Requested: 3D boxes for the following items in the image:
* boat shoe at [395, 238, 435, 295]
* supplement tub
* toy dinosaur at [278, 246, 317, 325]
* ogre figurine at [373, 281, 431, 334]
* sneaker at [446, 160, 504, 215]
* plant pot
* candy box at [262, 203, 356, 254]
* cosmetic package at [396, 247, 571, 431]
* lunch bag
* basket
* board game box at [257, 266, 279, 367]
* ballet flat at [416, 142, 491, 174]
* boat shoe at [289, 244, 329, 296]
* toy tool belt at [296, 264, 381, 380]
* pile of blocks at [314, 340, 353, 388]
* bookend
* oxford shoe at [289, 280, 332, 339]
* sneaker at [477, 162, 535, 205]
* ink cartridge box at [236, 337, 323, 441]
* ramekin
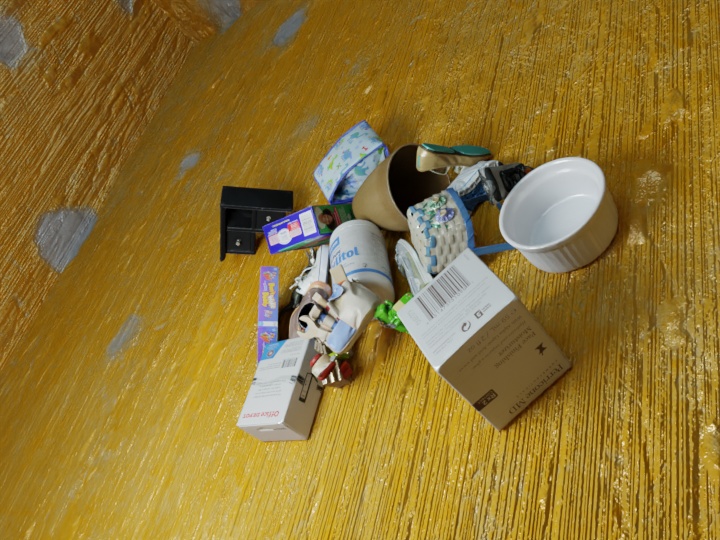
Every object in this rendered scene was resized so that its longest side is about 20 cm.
[{"bbox_3d":[0.110,0.007,1.427,0.065,0.074,0.203,-36,42,7],"label":"boat shoe"},{"bbox_3d":[0.000,0.000,1.500,0.131,0.132,0.201,-33,37,19],"label":"supplement tub"},{"bbox_3d":[-0.129,0.048,1.659,0.202,0.076,0.102,-64,14,4],"label":"toy dinosaur"},{"bbox_3d":[0.137,0.079,1.283,0.199,0.120,0.099,-35,40,19],"label":"ogre figurine"},{"bbox_3d":[0.217,-0.166,1.491,0.199,0.075,0.087,-37,26,-5],"label":"sneaker"},{"bbox_3d":[0.075,-0.165,1.565,0.199,0.186,0.188,-17,43,54],"label":"plant pot"},{"bbox_3d":[-0.103,-0.103,1.661,0.168,0.199,0.078,-18,88,37],"label":"candy box"},{"bbox_3d":[0.197,0.110,1.115,0.165,0.200,0.165,-43,34,6],"label":"cosmetic package"},{"bbox_3d":[-0.019,-0.262,1.785,0.199,0.128,0.170,-34,36,2],"label":"lunch bag"},{"bbox_3d":[0.203,-0.081,1.370,0.197,0.140,0.177,-11,36,-9],"label":"basket"},{"bbox_3d":[-0.217,0.108,1.630,0.044,0.136,0.201,2,42,-7],"label":"board game box"},{"bbox_3d":[0.200,-0.242,1.518,0.069,0.198,0.064,45,129,48],"label":"ballet flat"},{"bbox_3d":[-0.119,0.039,1.571,0.075,0.085,0.205,53,-134,-87],"label":"boat shoe"},{"bbox_3d":[-0.059,0.099,1.356,0.122,0.125,0.201,38,92,12],"label":"toy tool belt"},{"bbox_3d":[-0.047,0.151,1.443,0.062,0.082,0.201,-30,37,23],"label":"pile of blocks"},{"bbox_3d":[-0.295,-0.125,1.956,0.093,0.196,0.202,-97,14,-49],"label":"bookend"},{"bbox_3d":[-0.121,0.113,1.486,0.073,0.071,0.201,-62,-5,-52],"label":"oxford shoe"},{"bbox_3d":[0.285,-0.177,1.338,0.079,0.075,0.200,-22,0,31],"label":"sneaker"},{"bbox_3d":[-0.158,0.251,1.462,0.145,0.084,0.202,-14,47,39],"label":"ink cartridge box"},{"bbox_3d":[0.357,-0.093,1.235,0.199,0.098,0.202,-29,38,25],"label":"ramekin"}]
